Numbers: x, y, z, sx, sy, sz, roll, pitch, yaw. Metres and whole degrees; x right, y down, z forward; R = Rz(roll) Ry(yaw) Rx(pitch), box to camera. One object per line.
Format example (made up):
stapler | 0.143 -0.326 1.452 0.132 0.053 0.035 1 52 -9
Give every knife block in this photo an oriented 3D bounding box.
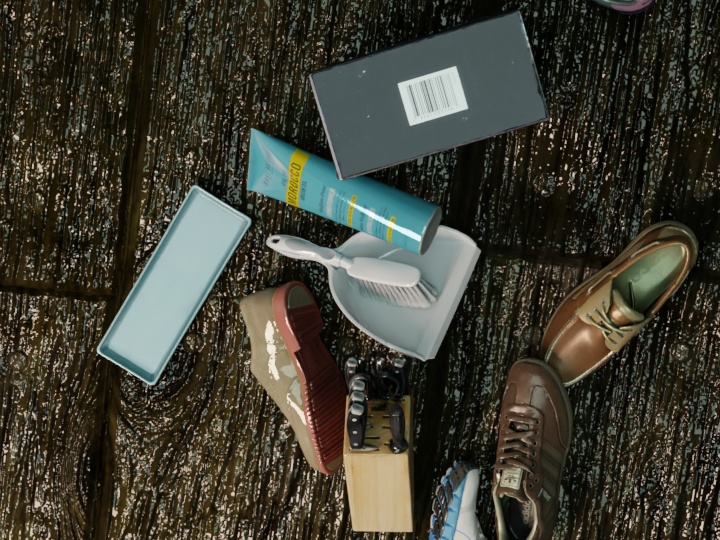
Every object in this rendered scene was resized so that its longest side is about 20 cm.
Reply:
knife block | 0.017 0.176 1.669 0.064 0.176 0.201 1 98 5

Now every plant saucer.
plant saucer | -0.187 0.015 1.742 0.070 0.019 0.200 31 98 -1

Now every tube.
tube | -0.020 -0.075 1.680 0.200 0.050 0.078 22 129 15

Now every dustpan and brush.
dustpan and brush | 0.000 0.000 1.694 0.200 0.057 0.140 12 64 29

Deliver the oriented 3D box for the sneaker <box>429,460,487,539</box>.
sneaker | 0.110 0.287 1.739 0.086 0.075 0.201 7 106 -4

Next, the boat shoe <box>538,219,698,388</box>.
boat shoe | 0.249 0.032 1.681 0.076 0.074 0.200 39 102 -2

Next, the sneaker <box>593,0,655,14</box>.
sneaker | 0.193 -0.304 1.635 0.200 0.082 0.070 23 99 1

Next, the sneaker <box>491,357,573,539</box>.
sneaker | 0.165 0.188 1.695 0.070 0.076 0.201 5 107 24

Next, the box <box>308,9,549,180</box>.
box | 0.066 -0.167 1.614 0.199 0.182 0.104 -16 96 6

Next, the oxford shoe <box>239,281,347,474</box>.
oxford shoe | -0.066 0.109 1.732 0.075 0.070 0.201 -8 100 32
